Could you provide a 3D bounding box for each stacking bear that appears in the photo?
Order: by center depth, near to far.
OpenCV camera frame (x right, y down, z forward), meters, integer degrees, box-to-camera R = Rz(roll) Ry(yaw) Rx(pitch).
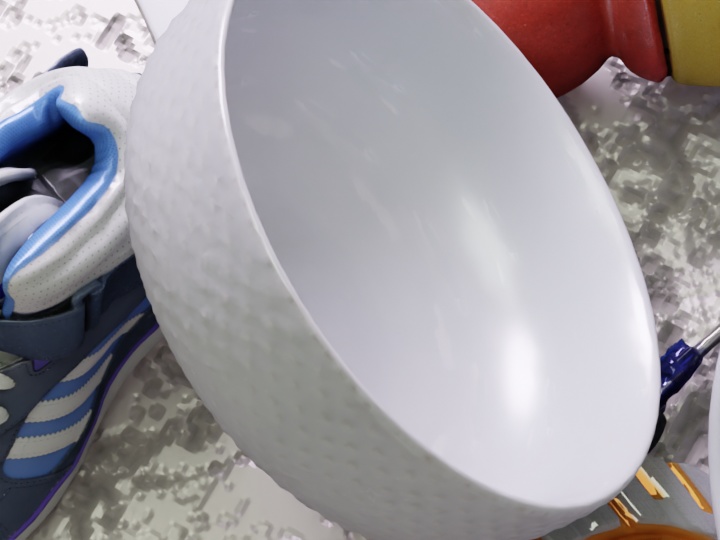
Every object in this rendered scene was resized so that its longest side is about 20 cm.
[{"bbox_3d":[0.117,-0.108,0.961,0.200,0.114,0.122,-12,70,4],"label":"stacking bear"}]

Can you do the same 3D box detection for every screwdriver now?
[{"bbox_3d":[0.124,0.015,0.965,0.200,0.028,0.029,-44,43,-10],"label":"screwdriver"}]

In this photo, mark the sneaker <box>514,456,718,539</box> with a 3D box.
[{"bbox_3d":[0.043,0.125,0.915,0.200,0.077,0.078,-27,74,-21],"label":"sneaker"}]

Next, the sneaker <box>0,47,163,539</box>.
[{"bbox_3d":[-0.126,0.017,0.918,0.081,0.146,0.200,43,93,21],"label":"sneaker"}]

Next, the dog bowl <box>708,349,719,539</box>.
[{"bbox_3d":[0.198,0.063,0.846,0.079,0.200,0.200,-8,65,-36],"label":"dog bowl"}]

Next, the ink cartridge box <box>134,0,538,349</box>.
[{"bbox_3d":[-0.001,-0.035,0.991,0.095,0.037,0.200,-25,73,-1],"label":"ink cartridge box"}]

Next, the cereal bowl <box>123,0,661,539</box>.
[{"bbox_3d":[0.000,0.000,0.872,0.083,0.200,0.200,-32,66,32],"label":"cereal bowl"}]
